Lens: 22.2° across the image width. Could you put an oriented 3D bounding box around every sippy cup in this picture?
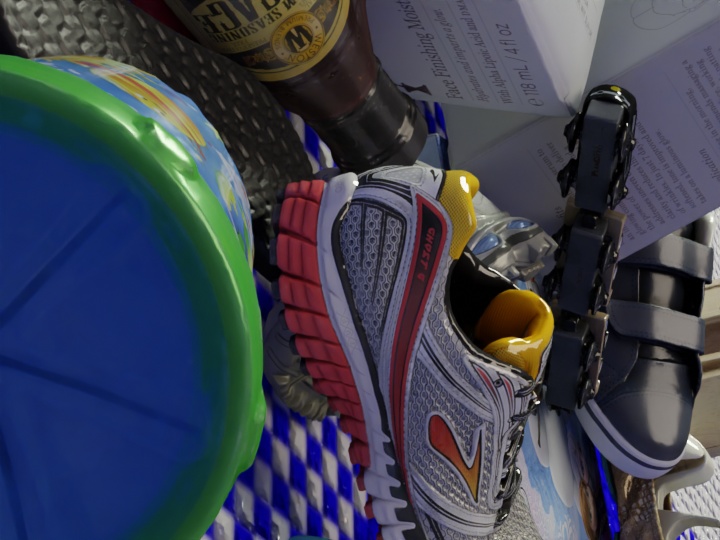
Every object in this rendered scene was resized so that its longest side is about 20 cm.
[{"bbox_3d":[-0.083,0.003,0.468,0.130,0.138,0.179,-72,-177,-73],"label":"sippy cup"}]

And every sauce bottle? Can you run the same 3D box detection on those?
[{"bbox_3d":[-0.036,-0.107,0.688,0.200,0.065,0.067,46,35,-41],"label":"sauce bottle"}]

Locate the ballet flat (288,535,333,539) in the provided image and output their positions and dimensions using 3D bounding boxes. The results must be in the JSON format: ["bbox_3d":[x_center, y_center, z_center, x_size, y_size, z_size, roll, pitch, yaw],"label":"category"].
[{"bbox_3d":[0.015,0.170,0.715,0.200,0.067,0.073,48,54,-52],"label":"ballet flat"}]

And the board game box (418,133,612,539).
[{"bbox_3d":[0.073,0.047,0.963,0.199,0.043,0.202,18,60,-66],"label":"board game box"}]

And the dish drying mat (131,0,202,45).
[{"bbox_3d":[-0.072,-0.118,0.717,0.077,0.018,0.202,-40,115,-67],"label":"dish drying mat"}]

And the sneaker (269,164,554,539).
[{"bbox_3d":[0.036,0.052,0.662,0.078,0.081,0.201,-82,153,-54],"label":"sneaker"}]

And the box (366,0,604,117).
[{"bbox_3d":[0.036,-0.200,0.791,0.199,0.129,0.202,49,53,-63],"label":"box"}]

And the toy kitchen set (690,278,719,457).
[{"bbox_3d":[0.193,-0.005,1.090,0.163,0.198,0.182,-59,132,-63],"label":"toy kitchen set"}]

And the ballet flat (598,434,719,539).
[{"bbox_3d":[0.166,0.132,1.006,0.071,0.065,0.202,48,33,-59],"label":"ballet flat"}]

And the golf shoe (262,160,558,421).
[{"bbox_3d":[0.000,0.000,0.794,0.097,0.079,0.199,42,27,15],"label":"golf shoe"}]

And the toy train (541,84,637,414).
[{"bbox_3d":[0.108,-0.006,0.880,0.201,0.034,0.046,92,18,-44],"label":"toy train"}]

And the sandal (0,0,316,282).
[{"bbox_3d":[-0.075,-0.050,0.641,0.200,0.045,0.076,37,38,-46],"label":"sandal"}]

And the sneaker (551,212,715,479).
[{"bbox_3d":[0.148,0.007,0.990,0.078,0.079,0.202,11,55,-31],"label":"sneaker"}]

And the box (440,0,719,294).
[{"bbox_3d":[0.144,-0.111,0.925,0.106,0.199,0.153,47,23,-38],"label":"box"}]
